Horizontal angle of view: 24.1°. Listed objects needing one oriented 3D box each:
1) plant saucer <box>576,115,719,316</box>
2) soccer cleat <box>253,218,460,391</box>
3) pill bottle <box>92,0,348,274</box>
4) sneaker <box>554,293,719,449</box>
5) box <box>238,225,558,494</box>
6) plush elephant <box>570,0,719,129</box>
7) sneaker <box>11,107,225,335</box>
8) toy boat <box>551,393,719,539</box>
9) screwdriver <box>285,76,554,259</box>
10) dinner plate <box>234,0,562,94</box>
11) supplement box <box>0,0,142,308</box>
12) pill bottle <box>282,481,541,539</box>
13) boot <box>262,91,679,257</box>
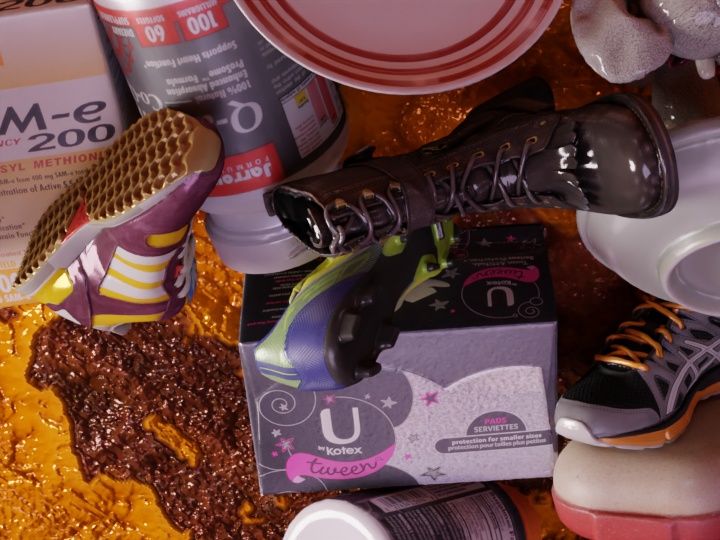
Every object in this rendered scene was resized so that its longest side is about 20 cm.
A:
[{"bbox_3d":[0.224,-0.017,0.967,0.198,0.051,0.201,2,153,1],"label":"plant saucer"},{"bbox_3d":[0.000,-0.001,1.022,0.083,0.200,0.065,-4,122,30],"label":"soccer cleat"},{"bbox_3d":[-0.072,-0.106,0.987,0.115,0.116,0.201,-14,123,10],"label":"pill bottle"},{"bbox_3d":[0.190,0.052,1.075,0.078,0.199,0.078,12,120,42],"label":"sneaker"},{"bbox_3d":[0.027,0.060,1.100,0.198,0.115,0.133,-3,124,4],"label":"box"},{"bbox_3d":[0.197,-0.150,0.927,0.164,0.155,0.200,-32,119,21],"label":"plush elephant"},{"bbox_3d":[-0.118,-0.022,0.967,0.090,0.075,0.200,31,145,-25],"label":"sneaker"},{"bbox_3d":[0.209,0.152,1.105,0.130,0.200,0.132,2,108,27],"label":"toy boat"},{"bbox_3d":[0.035,-0.063,1.009,0.199,0.028,0.029,-29,119,-20],"label":"screwdriver"},{"bbox_3d":[0.017,-0.183,0.909,0.198,0.202,0.024,9,159,-5],"label":"dinner plate"},{"bbox_3d":[-0.196,-0.081,1.032,0.125,0.074,0.201,-7,124,6],"label":"supplement box"},{"bbox_3d":[0.044,0.194,1.150,0.199,0.107,0.106,-3,141,-53],"label":"pill bottle"},{"bbox_3d":[0.054,-0.041,0.902,0.173,0.200,0.070,-19,104,-24],"label":"boot"}]
